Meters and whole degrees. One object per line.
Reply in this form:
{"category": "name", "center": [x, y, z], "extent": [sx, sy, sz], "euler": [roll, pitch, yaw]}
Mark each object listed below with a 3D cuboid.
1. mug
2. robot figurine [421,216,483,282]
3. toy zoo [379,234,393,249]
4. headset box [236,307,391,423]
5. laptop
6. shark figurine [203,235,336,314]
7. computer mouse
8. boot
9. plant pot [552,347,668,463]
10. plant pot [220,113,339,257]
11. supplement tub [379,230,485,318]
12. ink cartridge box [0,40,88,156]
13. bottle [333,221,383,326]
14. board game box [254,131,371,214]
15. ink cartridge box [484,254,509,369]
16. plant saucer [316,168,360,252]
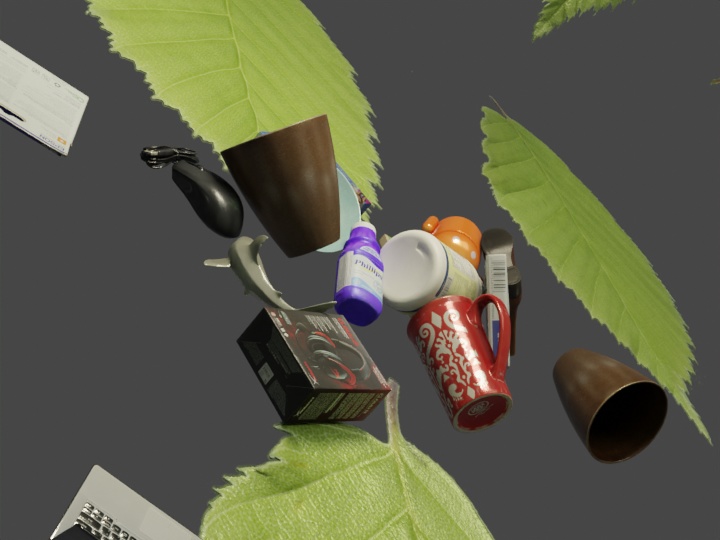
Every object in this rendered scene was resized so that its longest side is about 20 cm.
{"category": "mug", "center": [0.175, 0.146, 1.701], "extent": [0.132, 0.179, 0.201], "euler": [-2, 48, -21]}
{"category": "robot figurine", "center": [0.187, -0.036, 2.034], "extent": [0.200, 0.115, 0.146], "euler": [-60, 146, -67]}
{"category": "toy zoo", "center": [0.130, 0.013, 2.034], "extent": [0.199, 0.020, 0.132], "euler": [27, 27, -33]}
{"category": "headset box", "center": [-0.058, 0.136, 1.449], "extent": [0.199, 0.075, 0.149], "euler": [10, 39, -52]}
{"category": "laptop", "center": [-0.186, 0.264, 0.969], "extent": [0.187, 0.116, 0.200], "euler": [39, 23, -10]}
{"category": "shark figurine", "center": [-0.141, -0.002, 1.517], "extent": [0.127, 0.090, 0.214], "euler": [5, 34, -51]}
{"category": "computer mouse", "center": [-0.252, -0.138, 1.638], "extent": [0.200, 0.053, 0.138], "euler": [49, 23, 14]}
{"category": "boot", "center": [0.285, 0.039, 2.038], "extent": [0.068, 0.202, 0.189], "euler": [-14, 44, -7]}
{"category": "plant pot", "center": [0.471, 0.245, 2.016], "extent": [0.186, 0.188, 0.200], "euler": [25, 14, -35]}
{"category": "plant pot", "center": [-0.110, -0.132, 1.680], "extent": [0.202, 0.185, 0.187], "euler": [70, 22, -8]}
{"category": "supplement tub", "center": [0.128, 0.025, 1.831], "extent": [0.199, 0.145, 0.146], "euler": [30, 23, -53]}
{"category": "ink cartridge box", "center": [-0.495, -0.246, 1.449], "extent": [0.199, 0.041, 0.201], "euler": [33, 25, -22]}
{"category": "bottle", "center": [0.000, 0.000, 1.741], "extent": [0.083, 0.065, 0.201], "euler": [32, 38, -24]}
{"category": "board game box", "center": [-0.094, -0.186, 1.987], "extent": [0.200, 0.043, 0.198], "euler": [50, 25, 14]}
{"category": "ink cartridge box", "center": [0.249, 0.080, 1.854], "extent": [0.200, 0.043, 0.199], "euler": [37, 50, -80]}
{"category": "plant saucer", "center": [-0.092, -0.117, 1.823], "extent": [0.199, 0.039, 0.203], "euler": [17, 57, -28]}
